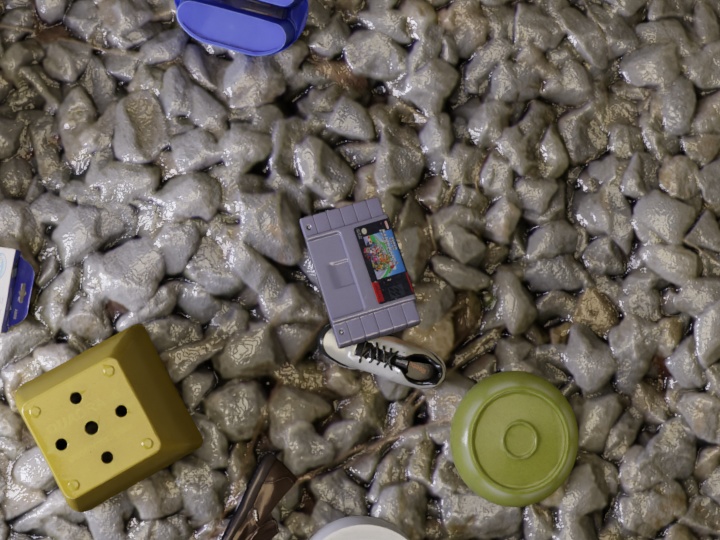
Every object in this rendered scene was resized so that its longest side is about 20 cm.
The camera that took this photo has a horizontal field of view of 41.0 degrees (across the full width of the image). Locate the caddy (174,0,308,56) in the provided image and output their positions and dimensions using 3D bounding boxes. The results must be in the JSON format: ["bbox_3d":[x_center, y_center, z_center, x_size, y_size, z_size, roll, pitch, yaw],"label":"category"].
[{"bbox_3d":[-0.173,-0.388,1.388,0.198,0.105,0.143,14,107,-6],"label":"caddy"}]

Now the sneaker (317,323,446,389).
[{"bbox_3d":[0.034,0.119,1.389,0.198,0.080,0.074,16,87,-4],"label":"sneaker"}]

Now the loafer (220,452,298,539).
[{"bbox_3d":[-0.148,0.360,1.352,0.071,0.073,0.201,26,84,-3],"label":"loafer"}]

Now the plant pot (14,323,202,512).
[{"bbox_3d":[-0.345,0.203,1.289,0.199,0.176,0.201,-28,90,-7],"label":"plant pot"}]

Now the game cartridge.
[{"bbox_3d":[0.000,0.000,1.390,0.128,0.038,0.202,-18,72,-3],"label":"game cartridge"}]

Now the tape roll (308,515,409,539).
[{"bbox_3d":[0.002,0.455,1.366,0.200,0.071,0.205,0,86,-6],"label":"tape roll"}]

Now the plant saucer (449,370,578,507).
[{"bbox_3d":[0.232,0.250,1.427,0.198,0.031,0.202,0,86,-6],"label":"plant saucer"}]

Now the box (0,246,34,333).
[{"bbox_3d":[-0.563,0.017,1.345,0.198,0.041,0.120,8,85,-4],"label":"box"}]
